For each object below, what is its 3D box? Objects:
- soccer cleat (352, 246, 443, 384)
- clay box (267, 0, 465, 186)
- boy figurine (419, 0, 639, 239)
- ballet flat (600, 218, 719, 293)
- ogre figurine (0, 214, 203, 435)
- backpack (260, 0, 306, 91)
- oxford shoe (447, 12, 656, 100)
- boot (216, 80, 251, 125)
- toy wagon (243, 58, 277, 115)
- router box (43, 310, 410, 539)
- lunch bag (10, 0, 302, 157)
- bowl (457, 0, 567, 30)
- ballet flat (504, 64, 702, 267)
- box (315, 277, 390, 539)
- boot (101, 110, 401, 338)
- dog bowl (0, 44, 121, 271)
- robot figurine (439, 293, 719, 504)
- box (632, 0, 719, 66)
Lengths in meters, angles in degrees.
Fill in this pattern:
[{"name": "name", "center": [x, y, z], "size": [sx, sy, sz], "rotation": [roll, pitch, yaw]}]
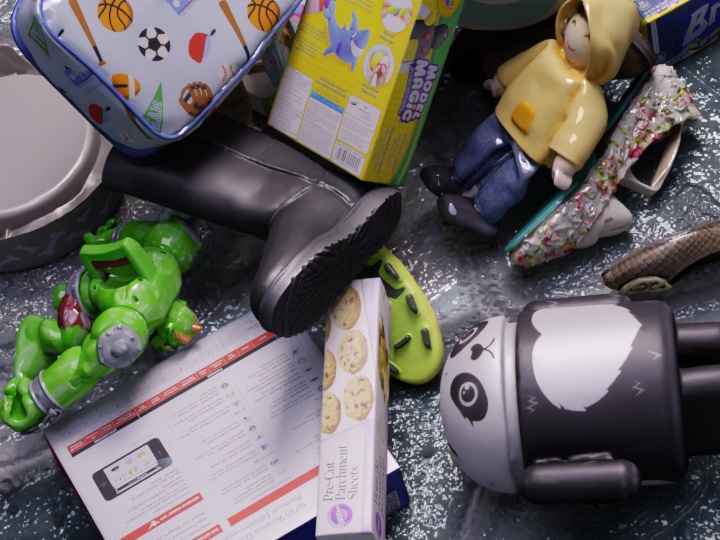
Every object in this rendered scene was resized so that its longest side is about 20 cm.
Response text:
[{"name": "soccer cleat", "center": [0.000, -0.001, 1.675], "size": [0.065, 0.084, 0.200], "rotation": [-45, 71, 14]}, {"name": "clay box", "center": [0.012, -0.173, 1.604], "size": [0.115, 0.047, 0.201], "rotation": [32, 108, 43]}, {"name": "boy figurine", "center": [0.131, -0.112, 1.654], "size": [0.200, 0.064, 0.125], "rotation": [-50, 44, 27]}, {"name": "ballet flat", "center": [0.269, -0.016, 1.636], "size": [0.198, 0.067, 0.047], "rotation": [-18, 84, -5]}, {"name": "ogre figurine", "center": [-0.180, 0.027, 1.642], "size": [0.119, 0.099, 0.200], "rotation": [-21, 12, 39]}, {"name": "backpack", "center": [-0.029, -0.216, 1.749], "size": [0.126, 0.167, 0.201], "rotation": [-27, 55, 15]}, {"name": "oxford shoe", "center": [0.142, -0.155, 1.734], "size": [0.199, 0.073, 0.085], "rotation": [8, 57, 53]}, {"name": "boot", "center": [-0.146, -0.195, 1.741], "size": [0.072, 0.202, 0.166], "rotation": [-17, 14, -24]}, {"name": "toy wagon", "center": [-0.056, -0.176, 1.834], "size": [0.154, 0.040, 0.201], "rotation": [-12, 53, 4]}, {"name": "router box", "center": [-0.095, 0.136, 1.604], "size": [0.199, 0.049, 0.180], "rotation": [-29, 53, -9]}, {"name": "lunch bag", "center": [-0.138, -0.193, 1.600], "size": [0.160, 0.075, 0.200], "rotation": [44, 65, -13]}, {"name": "bowl", "center": [0.093, -0.246, 1.673], "size": [0.199, 0.201, 0.106], "rotation": [0, 69, 13]}, {"name": "ballet flat", "center": [0.185, -0.068, 1.685], "size": [0.064, 0.076, 0.200], "rotation": [40, 72, -3]}, {"name": "box", "center": [-0.004, 0.098, 1.554], "size": [0.041, 0.039, 0.201], "rotation": [-5, 55, 12]}, {"name": "boot", "center": [-0.095, -0.042, 1.595], "size": [0.199, 0.066, 0.165], "rotation": [26, 38, 20]}, {"name": "dog bowl", "center": [-0.272, -0.085, 1.802], "size": [0.198, 0.059, 0.201], "rotation": [-6, 52, 8]}, {"name": "robot figurine", "center": [0.152, 0.084, 1.538], "size": [0.198, 0.150, 0.126], "rotation": [-5, 93, 9]}, {"name": "box", "center": [0.287, -0.236, 1.786], "size": [0.199, 0.064, 0.070], "rotation": [-30, 53, -9]}]
